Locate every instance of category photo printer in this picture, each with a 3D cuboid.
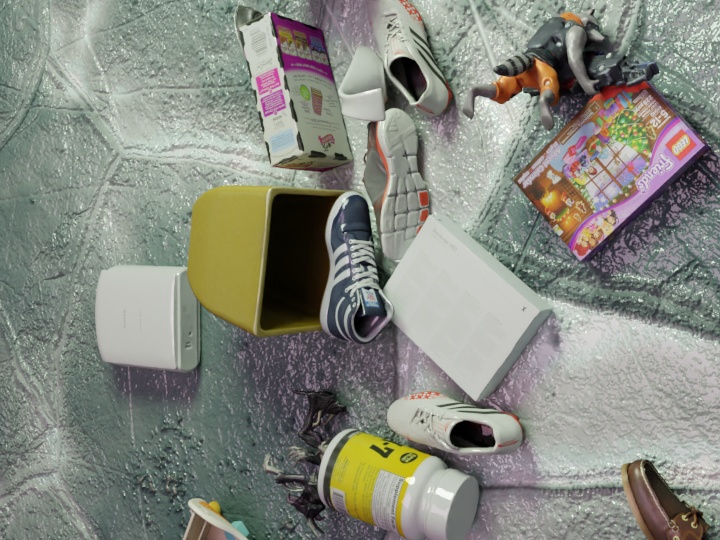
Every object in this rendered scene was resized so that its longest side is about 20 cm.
[{"bbox_3d":[-0.353,0.075,1.578,0.198,0.069,0.169,3,94,32],"label":"photo printer"}]

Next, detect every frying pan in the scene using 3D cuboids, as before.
[{"bbox_3d":[-0.137,-0.294,1.398,0.031,0.115,0.193,-18,83,19],"label":"frying pan"}]

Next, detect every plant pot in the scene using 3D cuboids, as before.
[{"bbox_3d":[-0.139,-0.029,1.373,0.198,0.193,0.199,13,100,38],"label":"plant pot"}]

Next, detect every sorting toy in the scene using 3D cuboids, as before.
[{"bbox_3d":[-0.204,0.471,1.492,0.179,0.107,0.202,29,107,20],"label":"sorting toy"}]

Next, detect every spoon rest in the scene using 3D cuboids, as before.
[{"bbox_3d":[0.004,-0.237,1.271,0.060,0.200,0.101,-6,111,4],"label":"spoon rest"}]

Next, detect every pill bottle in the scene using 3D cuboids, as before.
[{"bbox_3d":[0.051,0.294,1.304,0.198,0.114,0.116,13,99,31],"label":"pill bottle"}]

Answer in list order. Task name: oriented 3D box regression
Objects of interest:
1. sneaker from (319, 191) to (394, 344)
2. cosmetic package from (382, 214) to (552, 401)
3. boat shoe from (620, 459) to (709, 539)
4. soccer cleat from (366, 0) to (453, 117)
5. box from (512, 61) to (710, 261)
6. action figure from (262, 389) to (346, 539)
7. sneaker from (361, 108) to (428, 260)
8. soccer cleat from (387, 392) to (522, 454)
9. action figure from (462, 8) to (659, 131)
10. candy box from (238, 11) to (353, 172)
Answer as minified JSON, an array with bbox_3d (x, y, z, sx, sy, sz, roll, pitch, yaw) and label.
[{"bbox_3d":[0.000,0.000,1.298,0.108,0.069,0.203,21,106,60],"label":"sneaker"},{"bbox_3d":[0.132,0.047,1.277,0.200,0.051,0.152,43,116,24],"label":"cosmetic package"},{"bbox_3d":[0.375,0.308,1.124,0.070,0.070,0.202,-32,84,36],"label":"boat shoe"},{"bbox_3d":[0.056,-0.295,1.289,0.068,0.085,0.202,-32,76,29],"label":"soccer cleat"},{"bbox_3d":[0.298,-0.128,1.169,0.200,0.039,0.137,-47,69,25],"label":"box"},{"bbox_3d":[-0.077,0.274,1.389,0.101,0.119,0.203,5,86,16],"label":"action figure"},{"bbox_3d":[0.041,-0.116,1.330,0.082,0.076,0.203,0,91,58],"label":"sneaker"},{"bbox_3d":[0.114,0.203,1.267,0.198,0.085,0.070,7,96,32],"label":"soccer cleat"},{"bbox_3d":[0.235,-0.242,1.124,0.198,0.194,0.105,3,132,46],"label":"action figure"},{"bbox_3d":[-0.089,-0.244,1.354,0.060,0.136,0.203,-18,82,30],"label":"candy box"}]
